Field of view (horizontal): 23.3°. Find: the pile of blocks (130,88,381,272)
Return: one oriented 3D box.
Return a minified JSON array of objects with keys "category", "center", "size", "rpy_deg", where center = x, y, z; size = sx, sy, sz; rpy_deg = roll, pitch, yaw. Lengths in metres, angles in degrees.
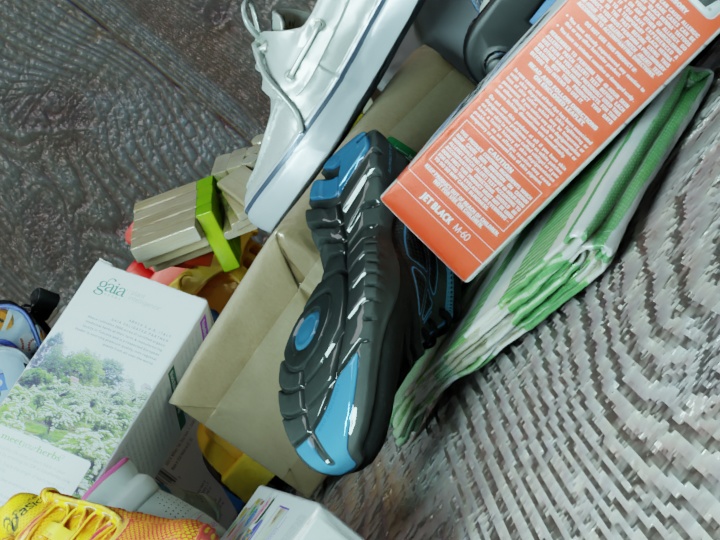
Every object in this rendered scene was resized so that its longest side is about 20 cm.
[{"category":"pile of blocks","center":[-0.056,-0.047,1.136],"size":[0.199,0.062,0.082],"rpy_deg":[-33,32,-10]}]

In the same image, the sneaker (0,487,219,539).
[{"category":"sneaker","center":[-0.128,0.135,0.783],"size":[0.200,0.077,0.073],"rpy_deg":[-20,28,54]}]

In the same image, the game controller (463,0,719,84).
[{"category":"game controller","center":[0.142,-0.151,0.874],"size":[0.200,0.104,0.042],"rpy_deg":[-50,5,27]}]

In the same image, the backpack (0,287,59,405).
[{"category":"backpack","center":[-0.254,0.132,1.122],"size":[0.199,0.192,0.154],"rpy_deg":[-24,12,-8]}]

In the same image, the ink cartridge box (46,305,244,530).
[{"category":"ink cartridge box","center":[-0.187,0.142,1.279],"size":[0.084,0.200,0.146],"rpy_deg":[-49,5,31]}]

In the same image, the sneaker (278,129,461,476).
[{"category":"sneaker","center":[0.016,0.019,0.835],"size":[0.073,0.082,0.201],"rpy_deg":[-37,31,39]}]

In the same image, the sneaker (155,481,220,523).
[{"category":"sneaker","center":[-0.141,0.227,1.112],"size":[0.075,0.086,0.201],"rpy_deg":[37,108,42]}]

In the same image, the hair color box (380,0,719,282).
[{"category":"hair color box","center":[0.105,-0.096,0.821],"size":[0.200,0.064,0.111],"rpy_deg":[-45,2,25]}]

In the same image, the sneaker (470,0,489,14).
[{"category":"sneaker","center":[0.134,-0.187,0.989],"size":[0.199,0.085,0.077],"rpy_deg":[-21,-30,-36]}]

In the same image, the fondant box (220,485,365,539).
[{"category":"fondant box","center":[-0.052,0.164,0.706],"size":[0.145,0.058,0.200],"rpy_deg":[-53,6,-10]}]

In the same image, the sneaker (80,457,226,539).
[{"category":"sneaker","center":[-0.126,0.208,0.963],"size":[0.081,0.088,0.201],"rpy_deg":[-43,-29,-62]}]

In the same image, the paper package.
[{"category":"paper package","center":[0.000,0.000,1.021],"size":[0.200,0.103,0.191],"rpy_deg":[-54,-1,-44]}]

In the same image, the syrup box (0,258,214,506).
[{"category":"syrup box","center":[-0.163,0.099,1.020],"size":[0.082,0.078,0.201],"rpy_deg":[87,-153,-53]}]

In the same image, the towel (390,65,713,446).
[{"category":"towel","center":[0.088,-0.007,0.849],"size":[0.153,0.023,0.200],"rpy_deg":[-55,4,-40]}]

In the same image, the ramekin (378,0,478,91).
[{"category":"ramekin","center":[0.093,-0.180,1.085],"size":[0.203,0.202,0.094],"rpy_deg":[-52,16,0]}]

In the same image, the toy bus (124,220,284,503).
[{"category":"toy bus","center":[-0.093,0.040,1.203],"size":[0.136,0.192,0.200],"rpy_deg":[-49,7,14]}]

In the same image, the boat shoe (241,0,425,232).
[{"category":"boat shoe","center":[-0.030,-0.123,0.977],"size":[0.203,0.086,0.075],"rpy_deg":[-59,-2,18]}]
